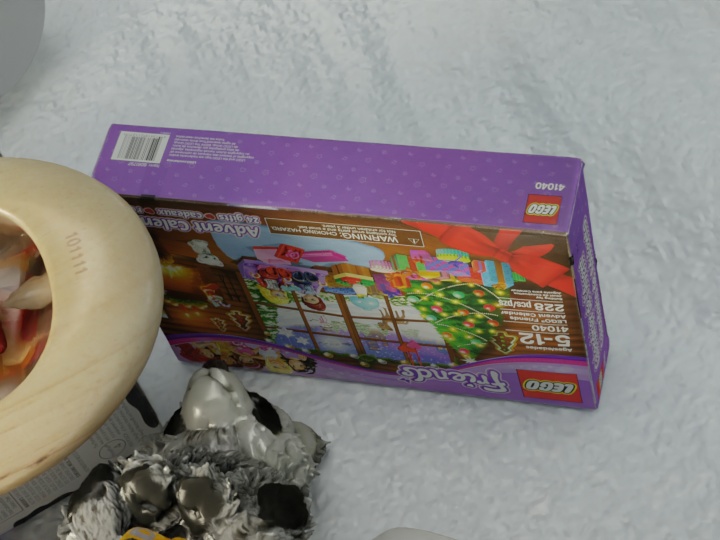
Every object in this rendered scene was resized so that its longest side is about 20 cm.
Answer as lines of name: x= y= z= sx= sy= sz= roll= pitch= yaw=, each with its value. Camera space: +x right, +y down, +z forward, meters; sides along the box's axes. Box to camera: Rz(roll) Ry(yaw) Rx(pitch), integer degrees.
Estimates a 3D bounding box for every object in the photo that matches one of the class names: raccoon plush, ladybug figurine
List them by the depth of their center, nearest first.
ladybug figurine: x=-0.166 y=0.032 z=0.702 sx=0.200 sy=0.072 sz=0.136 roll=-21 pitch=74 yaw=9
raccoon plush: x=-0.073 y=0.139 z=0.726 sx=0.097 sy=0.134 sz=0.200 roll=18 pitch=96 yaw=6

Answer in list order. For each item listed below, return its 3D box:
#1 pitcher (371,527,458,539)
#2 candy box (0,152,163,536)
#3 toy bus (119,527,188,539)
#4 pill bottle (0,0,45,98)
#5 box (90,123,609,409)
pitcher: x=0.031 y=0.210 z=0.627 sx=0.172 sy=0.121 sz=0.200 roll=24 pitch=72 yaw=-1
candy box: x=-0.217 y=0.052 z=0.799 sx=0.200 sy=0.072 sz=0.168 roll=-31 pitch=57 yaw=-7
toy bus: x=-0.091 y=0.189 z=0.622 sx=0.065 sy=0.078 sz=0.200 roll=25 pitch=97 yaw=6
pill bottle: x=-0.267 y=-0.154 z=0.916 sx=0.200 sy=0.111 sz=0.111 roll=23 pitch=66 yaw=25
box: x=0.000 y=0.000 z=0.740 sx=0.200 sy=0.137 sz=0.039 roll=5 pitch=59 yaw=17
